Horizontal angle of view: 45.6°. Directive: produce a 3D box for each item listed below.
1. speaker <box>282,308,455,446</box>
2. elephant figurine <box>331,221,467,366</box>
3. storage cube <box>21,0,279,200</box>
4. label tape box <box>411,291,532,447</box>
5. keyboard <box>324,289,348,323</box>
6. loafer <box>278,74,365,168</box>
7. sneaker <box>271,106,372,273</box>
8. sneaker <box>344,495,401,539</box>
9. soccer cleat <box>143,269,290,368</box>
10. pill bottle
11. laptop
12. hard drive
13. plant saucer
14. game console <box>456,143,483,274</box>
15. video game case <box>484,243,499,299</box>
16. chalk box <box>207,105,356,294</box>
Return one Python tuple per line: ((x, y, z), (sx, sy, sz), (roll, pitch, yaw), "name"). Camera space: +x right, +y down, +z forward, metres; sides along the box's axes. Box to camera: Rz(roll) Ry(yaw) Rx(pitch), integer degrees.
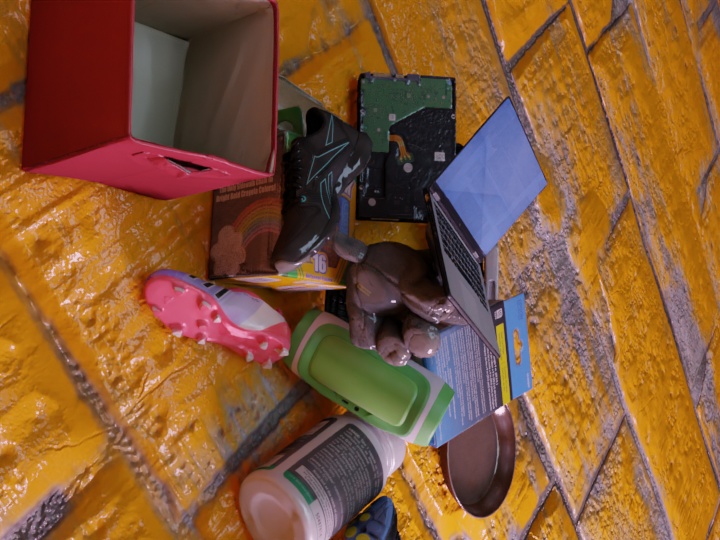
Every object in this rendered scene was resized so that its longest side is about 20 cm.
((0.009, 0.126, 1.015), (0.089, 0.198, 0.089), (-58, 170, -17), "speaker")
((0.066, 0.014, 0.990), (0.200, 0.140, 0.157), (-40, 140, -56), "elephant figurine")
((-0.197, -0.178, 0.814), (0.170, 0.178, 0.204), (8, 78, -49), "storage cube")
((0.137, 0.121, 1.124), (0.198, 0.063, 0.147), (-21, 110, -39), "label tape box")
((0.040, 0.054, 1.140), (0.198, 0.021, 0.129), (20, 53, -27), "keyboard")
((-0.061, -0.178, 1.064), (0.199, 0.067, 0.077), (38, 58, -41), "loafer")
((-0.056, -0.085, 0.882), (0.079, 0.075, 0.202), (40, 50, -23), "sneaker")
((0.026, 0.323, 1.026), (0.070, 0.200, 0.083), (-37, 77, -12), "sneaker")
((-0.155, 0.042, 0.941), (0.199, 0.066, 0.077), (32, 31, -38), "soccer cleat")
((-0.038, 0.242, 1.007), (0.199, 0.112, 0.115), (-28, 107, -47), "pill bottle")
((0.154, -0.040, 0.937), (0.187, 0.114, 0.203), (45, 31, -55), "laptop")
((0.062, -0.167, 1.176), (0.137, 0.038, 0.204), (1, 83, -8), "hard drive")
((0.179, 0.278, 1.327), (0.199, 0.034, 0.204), (10, 77, -49), "plant saucer")
((0.166, -0.090, 1.296), (0.115, 0.175, 0.203), (-12, 95, -21), "game console")
((0.196, 0.045, 1.291), (0.200, 0.022, 0.185), (-39, 129, -79), "video game case")
((-0.086, -0.083, 0.980), (0.123, 0.123, 0.204), (13, 77, -48), "chalk box")
